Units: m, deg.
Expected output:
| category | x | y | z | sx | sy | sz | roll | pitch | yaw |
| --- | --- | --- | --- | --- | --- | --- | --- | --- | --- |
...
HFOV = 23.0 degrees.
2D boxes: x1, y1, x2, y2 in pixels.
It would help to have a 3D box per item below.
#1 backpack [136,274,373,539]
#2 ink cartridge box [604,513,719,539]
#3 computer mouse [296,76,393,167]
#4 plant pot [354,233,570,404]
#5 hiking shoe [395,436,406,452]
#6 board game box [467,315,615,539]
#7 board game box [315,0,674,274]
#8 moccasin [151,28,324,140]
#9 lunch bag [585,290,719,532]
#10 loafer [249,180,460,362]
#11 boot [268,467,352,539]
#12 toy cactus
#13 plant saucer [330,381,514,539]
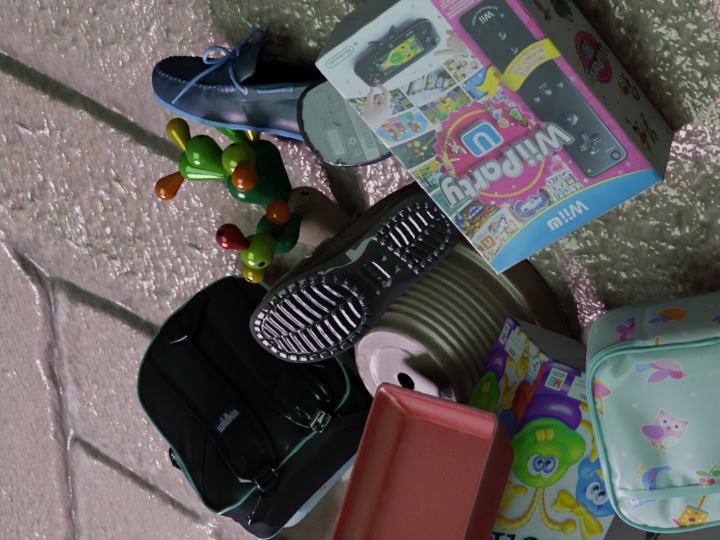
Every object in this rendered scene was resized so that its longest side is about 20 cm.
| category | x | y | z | sx | sy | sz | roll | pitch | yaw |
| --- | --- | --- | --- | --- | --- | --- | --- | --- | --- |
| backpack | -0.090 | 0.112 | 1.535 | 0.200 | 0.176 | 0.153 | 45 | -177 | 29 |
| ink cartridge box | 0.222 | 0.244 | 1.424 | 0.199 | 0.084 | 0.146 | 27 | 139 | 25 |
| computer mouse | 0.060 | -0.104 | 1.282 | 0.199 | 0.046 | 0.141 | -20 | 106 | 28 |
| plant pot | 0.062 | 0.061 | 1.411 | 0.200 | 0.093 | 0.202 | 25 | 137 | 26 |
| hiking shoe | 0.055 | 0.158 | 1.465 | 0.200 | 0.086 | 0.075 | 132 | 122 | -79 |
| board game box | 0.126 | 0.154 | 1.312 | 0.103 | 0.201 | 0.105 | 20 | -169 | -17 |
| board game box | 0.091 | -0.115 | 1.185 | 0.147 | 0.064 | 0.200 | -31 | 111 | 33 |
| moccasin | -0.071 | -0.151 | 1.376 | 0.199 | 0.081 | 0.068 | 10 | 126 | 20 |
| lunch bag | 0.258 | 0.097 | 1.197 | 0.199 | 0.077 | 0.161 | -7 | 113 | 14 |
| loafer | 0.000 | 0.000 | 1.363 | 0.200 | 0.071 | 0.073 | -34 | 109 | 22 |
| boot | -0.047 | 0.231 | 1.626 | 0.070 | 0.146 | 0.200 | 36 | 141 | 17 |
| toy cactus | -0.077 | -0.052 | 1.413 | 0.165 | 0.102 | 0.200 | 29 | -163 | -31 |
| plant saucer | 0.040 | 0.192 | 1.289 | 0.037 | 0.201 | 0.200 | 19 | 176 | -24 |
